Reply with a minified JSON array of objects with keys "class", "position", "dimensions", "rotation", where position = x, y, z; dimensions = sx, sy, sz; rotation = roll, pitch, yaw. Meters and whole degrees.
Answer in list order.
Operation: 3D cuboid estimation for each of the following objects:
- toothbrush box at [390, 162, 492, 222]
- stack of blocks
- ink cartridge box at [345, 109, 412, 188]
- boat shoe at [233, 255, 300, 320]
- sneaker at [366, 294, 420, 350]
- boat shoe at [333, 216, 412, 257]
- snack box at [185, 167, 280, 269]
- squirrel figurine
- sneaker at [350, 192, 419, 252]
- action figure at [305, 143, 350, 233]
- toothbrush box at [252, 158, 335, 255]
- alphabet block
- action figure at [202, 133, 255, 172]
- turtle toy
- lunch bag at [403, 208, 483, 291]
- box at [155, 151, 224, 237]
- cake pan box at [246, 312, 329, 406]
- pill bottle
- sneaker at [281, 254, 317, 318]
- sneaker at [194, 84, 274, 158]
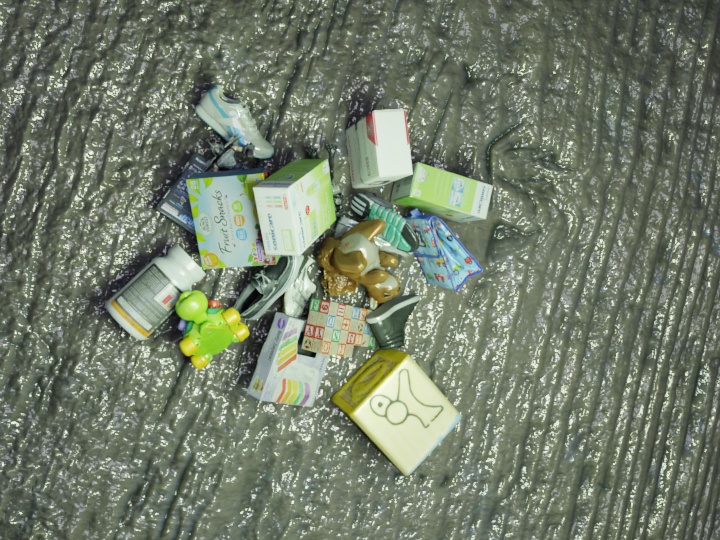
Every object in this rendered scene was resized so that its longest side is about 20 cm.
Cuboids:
[{"class":"toothbrush box","position":[0.192,-0.184,1.566],"dimensions":[0.198,0.146,0.087],"rotation":[13,87,-16]},{"class":"stack of blocks","position":[-0.040,0.137,1.496],"dimensions":[0.199,0.058,0.116],"rotation":[16,84,-53]},{"class":"ink cartridge box","position":[0.039,-0.276,1.503],"dimensions":[0.084,0.200,0.146],"rotation":[-7,92,-19]},{"class":"boat shoe","position":[-0.215,0.030,1.459],"dimensions":[0.200,0.068,0.072],"rotation":[-47,64,15]},{"class":"sneaker","position":[0.089,0.126,1.556],"dimensions":[0.200,0.070,0.100],"rotation":[-28,105,-51]},{"class":"boat shoe","position":[0.031,-0.065,1.568],"dimensions":[0.199,0.072,0.066],"rotation":[22,88,-14]},{"class":"snack box","position":[-0.268,-0.111,1.392],"dimensions":[0.167,0.068,0.202],"rotation":[-3,110,5]},{"class":"squirrel figurine","position":[0.000,0.000,1.521],"dimensions":[0.187,0.199,0.142],"rotation":[53,45,-39]},{"class":"sneaker","position":[0.074,-0.124,1.534],"dimensions":[0.200,0.075,0.087],"rotation":[41,37,17]},{"class":"action figure","position":[-0.091,-0.188,1.510],"dimensions":[0.118,0.102,0.202],"rotation":[-5,88,18]},{"class":"toothbrush box","position":[-0.134,-0.138,1.378],"dimensions":[0.085,0.200,0.147],"rotation":[4,116,22]},{"class":"alphabet block","position":[0.079,0.319,1.517],"dimensions":[0.195,0.196,0.200],"rotation":[-43,101,-13]},{"class":"action figure","position":[-0.261,-0.213,1.429],"dimensions":[0.130,0.069,0.200],"rotation":[-42,99,14]},{"class":"turtle toy","position":[-0.338,0.117,1.417],"dimensions":[0.145,0.201,0.101],"rotation":[-34,61,-13]},{"class":"lunch bag","position":[0.180,-0.063,1.557],"dimensions":[0.094,0.150,0.201],"rotation":[-36,106,-13]},{"class":"box","position":[-0.335,-0.146,1.472],"dimensions":[0.199,0.046,0.160],"rotation":[35,81,-14]},{"class":"cake pan box","position":[-0.148,0.202,1.474],"dimensions":[0.184,0.052,0.202],"rotation":[26,83,-54]},{"class":"pill bottle","position":[-0.439,0.044,1.406],"dimensions":[0.200,0.116,0.116],"rotation":[-44,101,-11]},{"class":"sneaker","position":[-0.140,0.060,1.514],"dimensions":[0.087,0.076,0.202],"rotation":[-1,91,-16]},{"class":"sneaker","position":[-0.272,-0.330,1.464],"dimensions":[0.200,0.077,0.081],"rotation":[38,110,-14]}]
